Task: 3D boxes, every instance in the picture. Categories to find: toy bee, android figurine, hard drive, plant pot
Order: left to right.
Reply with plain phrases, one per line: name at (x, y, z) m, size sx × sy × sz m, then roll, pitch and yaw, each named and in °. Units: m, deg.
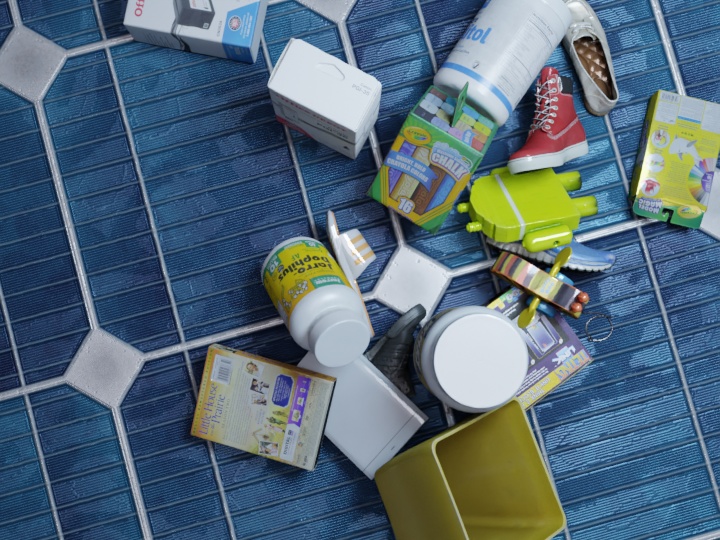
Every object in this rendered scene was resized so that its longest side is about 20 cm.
hard drive at (-0.013, 0.200, 1.347) m, size 0.200 × 0.027 × 0.132 m, roll 43°, pitch 109°, yaw 11°
plant pot at (0.141, 0.319, 1.282) m, size 0.200 × 0.176 × 0.200 m, roll -18°, pitch 85°, yaw -43°
android figurine at (0.248, -0.099, 1.349) m, size 0.200 × 0.041 × 0.182 m, roll -13°, pitch 46°, yaw -8°
toy bee at (0.291, 0.028, 1.303) m, size 0.200 × 0.109 × 0.131 m, roll 10°, pitch 86°, yaw 0°

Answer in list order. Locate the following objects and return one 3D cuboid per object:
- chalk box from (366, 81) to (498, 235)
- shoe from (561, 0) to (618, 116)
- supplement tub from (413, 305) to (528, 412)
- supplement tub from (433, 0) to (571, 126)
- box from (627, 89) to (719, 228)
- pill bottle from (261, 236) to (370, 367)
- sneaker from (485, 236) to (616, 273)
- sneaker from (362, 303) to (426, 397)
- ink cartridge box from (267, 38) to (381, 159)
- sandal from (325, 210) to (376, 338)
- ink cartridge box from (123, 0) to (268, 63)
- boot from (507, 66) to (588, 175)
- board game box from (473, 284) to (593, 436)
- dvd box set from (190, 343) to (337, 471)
chalk box at (0.117, -0.180, 1.315) m, size 0.124 × 0.125 × 0.200 m, roll 32°, pitch 127°, yaw 1°
shoe at (0.364, -0.346, 1.411) m, size 0.070 × 0.053 × 0.200 m, roll -17°, pitch 87°, yaw -2°
supplement tub at (0.152, 0.121, 1.248) m, size 0.145 × 0.200 × 0.145 m, roll 0°, pitch 86°, yaw -1°
supplement tub at (0.216, -0.333, 1.370) m, size 0.132 × 0.132 × 0.200 m, roll 34°, pitch 86°, yaw 1°
box at (0.496, -0.171, 1.406) m, size 0.117 × 0.048 × 0.200 m, roll 14°, pitch 84°, yaw 0°
pill bottle at (-0.063, 0.047, 1.299) m, size 0.113 × 0.200 × 0.113 m, roll -14°, pitch 129°, yaw -18°
sneaker at (0.300, -0.050, 1.379) m, size 0.200 × 0.079 × 0.089 m, roll 17°, pitch 88°, yaw 0°
sneaker at (0.054, 0.153, 1.370) m, size 0.104 × 0.060 × 0.200 m, roll 45°, pitch 95°, yaw 6°
ink cartridge box at (-0.053, -0.249, 1.325) m, size 0.146 × 0.200 × 0.083 m, roll 27°, pitch 86°, yaw 1°
sandal at (-0.001, 0.000, 1.376) m, size 0.059 × 0.079 × 0.207 m, roll -20°, pitch 95°, yaw -3°
ink cartridge box at (-0.251, -0.420, 1.392) m, size 0.200 × 0.084 × 0.145 m, roll 11°, pitch 87°, yaw 0°
boot at (0.269, -0.225, 1.336) m, size 0.072 × 0.200 × 0.144 m, roll -5°, pitch 105°, yaw 39°
board game box at (0.228, 0.128, 1.377) m, size 0.200 × 0.057 × 0.165 m, roll -35°, pitch 89°, yaw -3°
dvd box set at (-0.147, 0.206, 1.349) m, size 0.200 × 0.029 × 0.146 m, roll 14°, pitch 99°, yaw 9°
